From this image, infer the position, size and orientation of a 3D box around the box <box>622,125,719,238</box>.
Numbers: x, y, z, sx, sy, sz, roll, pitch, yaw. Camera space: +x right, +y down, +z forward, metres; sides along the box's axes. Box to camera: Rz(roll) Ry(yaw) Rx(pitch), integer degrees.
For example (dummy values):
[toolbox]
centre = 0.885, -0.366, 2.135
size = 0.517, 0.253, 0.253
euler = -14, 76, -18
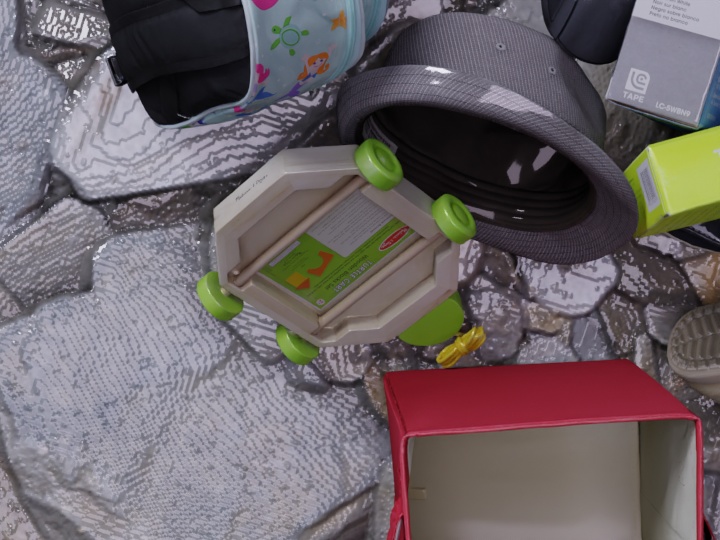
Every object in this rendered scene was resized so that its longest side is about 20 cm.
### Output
[box]
centre = 0.261, -0.070, 0.955
size = 0.199, 0.122, 0.048
euler = -15, 84, -1

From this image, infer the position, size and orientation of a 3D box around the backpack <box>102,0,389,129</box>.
[backpack]
centre = -0.072, -0.179, 0.939
size = 0.150, 0.200, 0.179
euler = -20, 97, -20

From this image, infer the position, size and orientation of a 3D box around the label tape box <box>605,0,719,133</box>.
[label tape box]
centre = 0.221, -0.184, 0.975
size = 0.063, 0.144, 0.201
euler = 19, 97, 20

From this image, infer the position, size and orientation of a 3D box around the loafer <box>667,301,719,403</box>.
[loafer]
centre = 0.300, 0.047, 1.029
size = 0.199, 0.068, 0.076
euler = -7, 55, 28

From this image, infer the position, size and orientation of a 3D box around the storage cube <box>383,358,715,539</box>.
[storage cube]
centre = 0.109, 0.158, 1.002
size = 0.198, 0.180, 0.172
euler = -3, 98, -3

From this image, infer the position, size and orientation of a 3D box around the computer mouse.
[computer mouse]
centre = 0.131, -0.234, 0.965
size = 0.140, 0.046, 0.201
euler = 19, 74, -27

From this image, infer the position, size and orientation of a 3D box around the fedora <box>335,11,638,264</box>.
[fedora]
centre = 0.085, -0.092, 0.995
size = 0.199, 0.177, 0.091
euler = 22, 66, -6

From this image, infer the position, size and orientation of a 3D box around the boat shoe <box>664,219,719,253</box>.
[boat shoe]
centre = 0.276, -0.035, 1.043
size = 0.199, 0.062, 0.075
euler = 16, 98, -3

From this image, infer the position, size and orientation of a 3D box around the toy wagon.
[toy wagon]
centre = 0.000, 0.000, 1.018
size = 0.155, 0.040, 0.200
euler = -38, 129, 26
